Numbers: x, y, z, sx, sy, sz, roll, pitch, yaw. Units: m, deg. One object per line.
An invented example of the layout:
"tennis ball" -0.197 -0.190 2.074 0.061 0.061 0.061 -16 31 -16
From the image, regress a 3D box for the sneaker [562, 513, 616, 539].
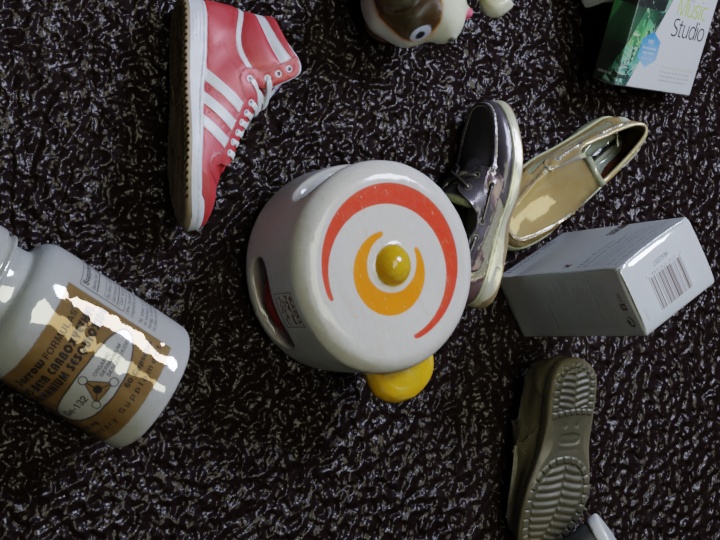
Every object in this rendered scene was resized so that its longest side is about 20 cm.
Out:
"sneaker" 0.233 0.327 1.386 0.098 0.071 0.201 -30 130 7

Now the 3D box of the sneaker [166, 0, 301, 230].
"sneaker" -0.110 -0.134 1.203 0.111 0.071 0.204 3 85 -25

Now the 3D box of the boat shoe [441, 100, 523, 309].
"boat shoe" 0.107 -0.067 1.322 0.064 0.072 0.203 8 90 -34

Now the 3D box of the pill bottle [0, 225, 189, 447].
"pill bottle" -0.245 0.045 1.097 0.199 0.114 0.115 35 72 -23

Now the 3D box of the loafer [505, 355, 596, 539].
"loafer" 0.185 0.178 1.361 0.075 0.067 0.203 8 99 -25

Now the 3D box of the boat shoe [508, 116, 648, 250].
"boat shoe" 0.211 -0.094 1.377 0.200 0.076 0.072 -44 108 -23

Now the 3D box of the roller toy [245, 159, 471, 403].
"roller toy" 0.000 0.000 1.220 0.181 0.139 0.203 24 78 -25

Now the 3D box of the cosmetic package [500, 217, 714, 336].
"cosmetic package" 0.229 0.009 1.312 0.101 0.199 0.075 -32 103 -26

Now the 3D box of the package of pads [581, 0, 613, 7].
"package of pads" 0.272 -0.385 1.427 0.200 0.068 0.155 -41 106 -23

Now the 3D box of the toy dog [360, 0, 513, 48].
"toy dog" 0.068 -0.303 1.274 0.192 0.139 0.203 22 77 -13

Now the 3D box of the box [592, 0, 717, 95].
"box" 0.316 -0.284 1.405 0.143 0.036 0.203 -2 110 -46
